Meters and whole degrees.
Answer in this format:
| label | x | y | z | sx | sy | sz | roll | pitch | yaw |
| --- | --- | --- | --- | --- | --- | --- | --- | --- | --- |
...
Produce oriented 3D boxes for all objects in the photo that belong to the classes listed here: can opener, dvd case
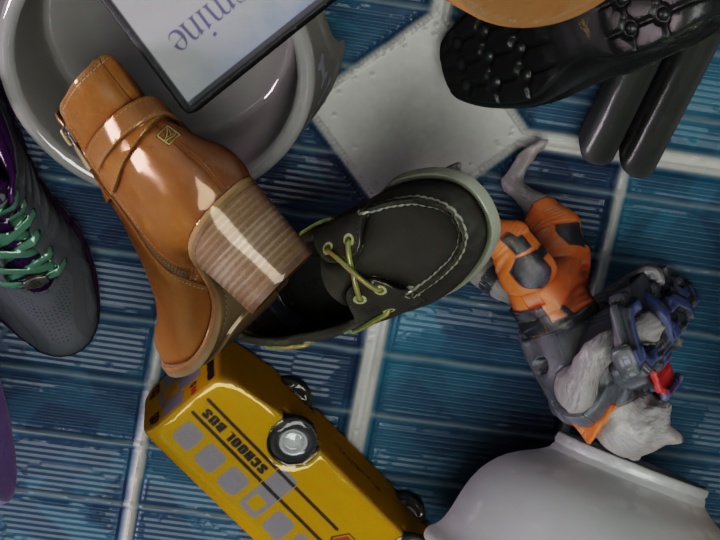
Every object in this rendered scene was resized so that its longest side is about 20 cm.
| label | x | y | z | sx | sy | sz | roll | pitch | yaw |
| --- | --- | --- | --- | --- | --- | --- | --- | --- | --- |
| can opener | 0.181 | -0.150 | 1.477 | 0.053 | 0.067 | 0.200 | 16 | 122 | -14 |
| dvd case | -0.095 | -0.200 | 1.330 | 0.143 | 0.018 | 0.200 | -37 | 91 | 19 |

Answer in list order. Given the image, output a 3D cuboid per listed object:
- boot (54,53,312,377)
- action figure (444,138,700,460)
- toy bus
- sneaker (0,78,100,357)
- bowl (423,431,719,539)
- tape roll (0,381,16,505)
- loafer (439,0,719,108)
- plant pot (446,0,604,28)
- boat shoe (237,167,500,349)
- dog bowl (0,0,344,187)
| label | x | y | z | sx | sy | sz | roll | pitch | yaw |
| --- | --- | --- | --- | --- | --- | --- | --- | --- | --- |
| boot | -0.110 | -0.032 | 1.407 | 0.155 | 0.200 | 0.074 | 46 | 61 | 1 |
| action figure | 0.124 | 0.022 | 1.487 | 0.104 | 0.200 | 0.194 | -33 | 81 | 19 |
| toy bus | -0.035 | 0.130 | 1.555 | 0.078 | 0.065 | 0.200 | -40 | 110 | 11 |
| sneaker | -0.207 | -0.027 | 1.465 | 0.074 | 0.088 | 0.200 | -22 | 112 | 4 |
| bowl | 0.144 | 0.153 | 1.525 | 0.201 | 0.201 | 0.091 | 21 | 91 | -13 |
| tape roll | -0.266 | 0.048 | 1.429 | 0.085 | 0.200 | 0.200 | -21 | 112 | 3 |
| loafer | 0.129 | -0.133 | 1.430 | 0.200 | 0.070 | 0.068 | -15 | 87 | 43 |
| plant pot | 0.073 | -0.219 | 1.350 | 0.200 | 0.140 | 0.200 | -14 | 132 | -17 |
| boat shoe | 0.000 | 0.000 | 1.446 | 0.201 | 0.061 | 0.072 | -27 | 94 | 51 |
| dog bowl | -0.109 | -0.125 | 1.423 | 0.199 | 0.059 | 0.201 | 4 | 124 | 5 |
